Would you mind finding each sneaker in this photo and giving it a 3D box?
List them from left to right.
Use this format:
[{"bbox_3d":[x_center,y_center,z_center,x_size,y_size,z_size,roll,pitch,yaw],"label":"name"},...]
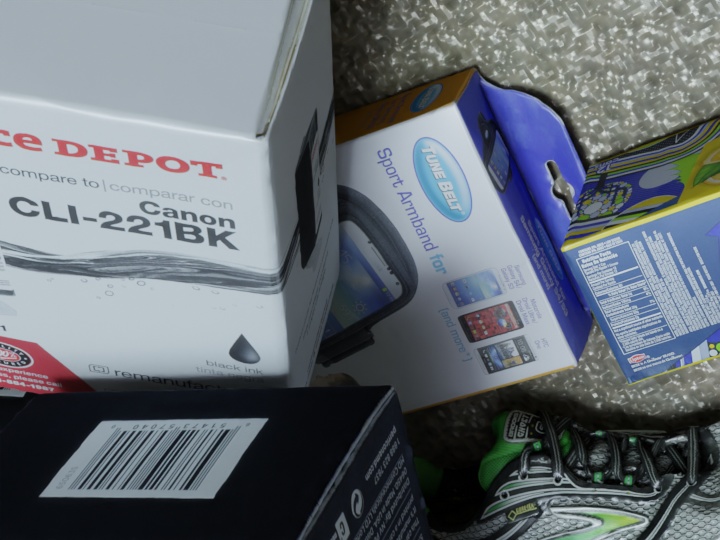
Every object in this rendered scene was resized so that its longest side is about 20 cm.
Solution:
[{"bbox_3d":[0.094,0.093,0.826,0.199,0.078,0.086,-21,109,28],"label":"sneaker"}]

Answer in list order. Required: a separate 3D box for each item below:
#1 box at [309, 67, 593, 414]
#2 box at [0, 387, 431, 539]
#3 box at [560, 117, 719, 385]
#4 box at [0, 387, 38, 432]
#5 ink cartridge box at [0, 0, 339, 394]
[{"bbox_3d":[0.000,0.000,0.829,0.199,0.042,0.120,-17,111,28],"label":"box"},{"bbox_3d":[-0.048,0.151,0.725,0.147,0.104,0.201,-4,116,24],"label":"box"},{"bbox_3d":[0.176,-0.029,0.735,0.199,0.070,0.065,-19,113,26],"label":"box"},{"bbox_3d":[-0.152,0.127,0.911,0.147,0.104,0.201,1,118,17],"label":"box"},{"bbox_3d":[-0.086,-0.033,0.712,0.143,0.084,0.200,10,149,7],"label":"ink cartridge box"}]
